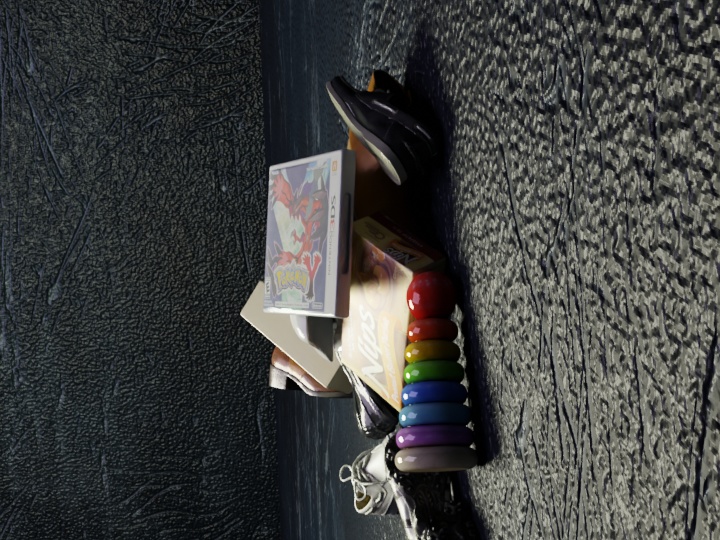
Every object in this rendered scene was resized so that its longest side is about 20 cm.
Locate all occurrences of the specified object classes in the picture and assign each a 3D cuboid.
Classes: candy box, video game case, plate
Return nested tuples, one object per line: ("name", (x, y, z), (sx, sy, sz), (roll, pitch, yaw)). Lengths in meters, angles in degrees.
("candy box", (0.034, 0.049, 1.198), (0.115, 0.055, 0.203), (37, 138, 38))
("video game case", (-0.063, -0.040, 1.224), (0.199, 0.023, 0.186), (-1, 86, 62))
("plate", (-0.068, 0.009, 1.366), (0.200, 0.032, 0.204), (60, -154, -76))

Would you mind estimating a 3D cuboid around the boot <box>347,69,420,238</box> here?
("boot", (0.035, -0.131, 1.233), (0.145, 0.070, 0.203), (110, 146, -40))

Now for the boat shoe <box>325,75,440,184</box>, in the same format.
("boat shoe", (0.022, -0.169, 1.174), (0.072, 0.067, 0.200), (52, 179, -42))

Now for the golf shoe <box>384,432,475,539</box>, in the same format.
("golf shoe", (0.068, 0.263, 1.152), (0.201, 0.076, 0.096), (-106, 15, -56))

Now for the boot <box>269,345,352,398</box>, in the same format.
("boot", (-0.056, 0.094, 1.642), (0.186, 0.068, 0.204), (7, 87, 41))

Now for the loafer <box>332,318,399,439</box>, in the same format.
("loafer", (0.013, 0.133, 1.454), (0.070, 0.067, 0.203), (-41, 55, 39))

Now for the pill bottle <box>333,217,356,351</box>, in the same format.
("pill bottle", (0.000, 0.000, 1.349), (0.112, 0.110, 0.204), (153, 112, -79))

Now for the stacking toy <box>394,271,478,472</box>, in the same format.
("stacking toy", (0.072, 0.101, 1.067), (0.085, 0.084, 0.204), (123, 146, -74))

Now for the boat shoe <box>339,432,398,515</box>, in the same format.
("boat shoe", (0.015, 0.286, 1.446), (0.203, 0.084, 0.076), (101, 162, -58))

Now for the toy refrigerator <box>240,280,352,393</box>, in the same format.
("toy refrigerator", (-0.086, 0.102, 1.578), (0.199, 0.076, 0.071), (36, 96, 30))
